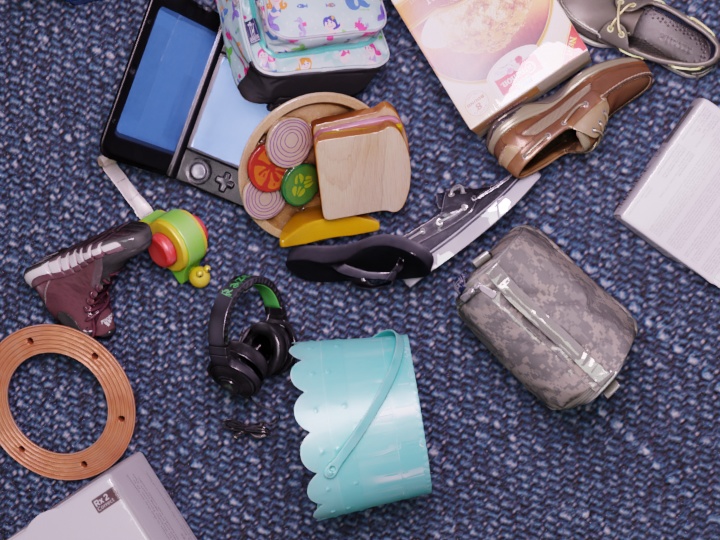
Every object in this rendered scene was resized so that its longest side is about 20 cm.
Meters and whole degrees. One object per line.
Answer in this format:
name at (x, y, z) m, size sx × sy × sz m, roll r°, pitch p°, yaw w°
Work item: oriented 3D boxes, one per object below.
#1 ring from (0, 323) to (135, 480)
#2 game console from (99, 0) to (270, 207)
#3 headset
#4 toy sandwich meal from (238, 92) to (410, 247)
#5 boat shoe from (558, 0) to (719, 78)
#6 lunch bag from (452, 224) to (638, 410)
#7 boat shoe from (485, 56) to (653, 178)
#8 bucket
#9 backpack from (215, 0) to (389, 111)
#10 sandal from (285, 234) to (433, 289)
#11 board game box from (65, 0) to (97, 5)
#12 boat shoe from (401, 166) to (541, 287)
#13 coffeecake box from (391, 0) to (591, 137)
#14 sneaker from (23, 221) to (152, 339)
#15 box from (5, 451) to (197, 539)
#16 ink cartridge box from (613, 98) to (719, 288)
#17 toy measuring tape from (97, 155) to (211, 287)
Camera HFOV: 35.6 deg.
ring at (-0.365, 0.159, 1.360) m, size 0.197 × 0.019 × 0.203 m, roll 2°, pitch 106°, yaw 8°
game console at (-0.175, -0.193, 1.289) m, size 0.174 × 0.116 × 0.202 m, roll 22°, pitch 95°, yaw 5°
headset at (-0.136, 0.103, 1.307) m, size 0.093 × 0.123 × 0.203 m, roll 3°, pitch 112°, yaw 31°
toy sandwich meal at (-0.037, -0.106, 1.261) m, size 0.202 × 0.070 × 0.207 m, roll -10°, pitch 123°, yaw -16°
boat shoe at (0.309, -0.276, 1.256) m, size 0.200 × 0.060 × 0.073 m, roll 24°, pitch 95°, yaw 5°
lunch bag at (0.201, 0.051, 1.230) m, size 0.200 × 0.168 × 0.140 m, roll 44°, pitch 96°, yaw 3°
boat shoe at (0.238, -0.163, 1.247) m, size 0.198 × 0.076 × 0.074 m, roll -29°, pitch 62°, yaw -1°
bucket at (0.001, 0.167, 1.248) m, size 0.133 × 0.207 × 0.210 m, roll -9°, pitch 92°, yaw 0°
backpack at (-0.070, -0.300, 1.240) m, size 0.175 × 0.151 × 0.202 m, roll -9°, pitch 71°, yaw -24°
sandal at (0.000, 0.000, 1.270) m, size 0.198 × 0.076 × 0.043 m, roll -6°, pitch 58°, yaw 39°
board game box at (-0.290, -0.348, 1.253) m, size 0.150 × 0.200 × 0.046 m, roll -8°, pitch 92°, yaw 6°
boat shoe at (0.114, -0.066, 1.288) m, size 0.199 × 0.072 × 0.068 m, roll -38°, pitch 89°, yaw 14°
coffeecake box at (0.140, -0.278, 1.251) m, size 0.153 × 0.073 × 0.201 m, roll -33°, pitch 81°, yaw 13°
sneaker at (-0.300, 0.019, 1.325) m, size 0.198 × 0.076 × 0.117 m, roll -16°, pitch 105°, yaw 35°
box at (-0.302, 0.358, 1.323) m, size 0.198 × 0.131 × 0.201 m, roll -33°, pitch 89°, yaw 8°
ink cartridge box at (0.413, -0.070, 1.265) m, size 0.199 × 0.057 × 0.163 m, roll 35°, pitch 96°, yaw -5°
toy measuring tape at (-0.237, -0.067, 1.323) m, size 0.073 × 0.074 × 0.201 m, roll -35°, pitch 89°, yaw 7°
